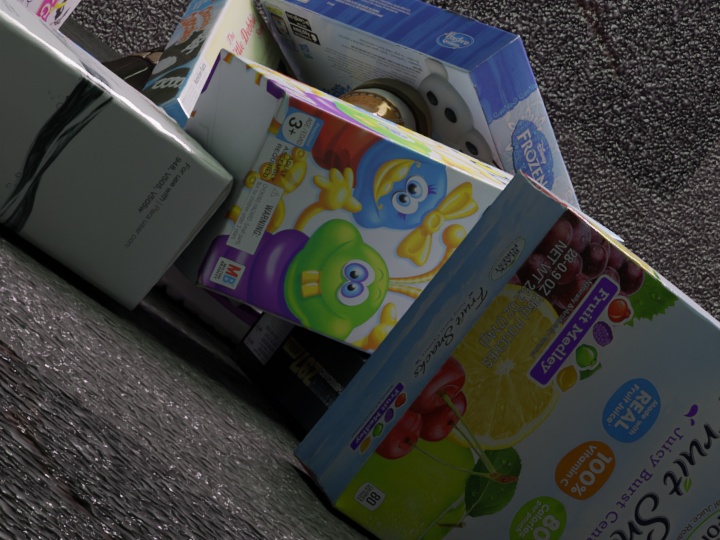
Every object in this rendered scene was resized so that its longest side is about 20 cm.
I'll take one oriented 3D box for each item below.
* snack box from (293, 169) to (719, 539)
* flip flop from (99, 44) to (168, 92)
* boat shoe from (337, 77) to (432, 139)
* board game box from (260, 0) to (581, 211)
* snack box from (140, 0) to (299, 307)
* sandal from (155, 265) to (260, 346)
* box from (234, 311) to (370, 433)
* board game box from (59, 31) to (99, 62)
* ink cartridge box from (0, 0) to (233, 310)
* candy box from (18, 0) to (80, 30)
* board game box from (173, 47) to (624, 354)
[{"bbox_3d":[0.100,0.080,1.210,0.200,0.169,0.068,36,5,-27],"label":"snack box"},{"bbox_3d":[-0.148,-0.096,1.591,0.200,0.081,0.058,-7,-80,53],"label":"flip flop"},{"bbox_3d":[0.000,0.000,1.439,0.075,0.200,0.068,4,18,24],"label":"boat shoe"},{"bbox_3d":[0.044,-0.066,1.512,0.200,0.043,0.199,27,-33,49],"label":"board game box"},{"bbox_3d":[-0.068,-0.075,1.457,0.116,0.037,0.200,60,18,-18],"label":"snack box"},{"bbox_3d":[-0.089,-0.009,1.449,0.203,0.050,0.082,39,5,-16],"label":"sandal"},{"bbox_3d":[0.033,0.094,1.340,0.158,0.051,0.200,36,3,-26],"label":"box"},{"bbox_3d":[-0.201,-0.130,2.002,0.200,0.045,0.152,37,3,-10],"label":"board game box"},{"bbox_3d":[-0.174,-0.083,1.246,0.200,0.083,0.147,36,3,-28],"label":"ink cartridge box"},{"bbox_3d":[-0.213,-0.185,1.517,0.072,0.168,0.200,39,3,9],"label":"candy box"},{"bbox_3d":[0.010,-0.018,1.318,0.200,0.103,0.105,23,8,-26],"label":"board game box"}]
